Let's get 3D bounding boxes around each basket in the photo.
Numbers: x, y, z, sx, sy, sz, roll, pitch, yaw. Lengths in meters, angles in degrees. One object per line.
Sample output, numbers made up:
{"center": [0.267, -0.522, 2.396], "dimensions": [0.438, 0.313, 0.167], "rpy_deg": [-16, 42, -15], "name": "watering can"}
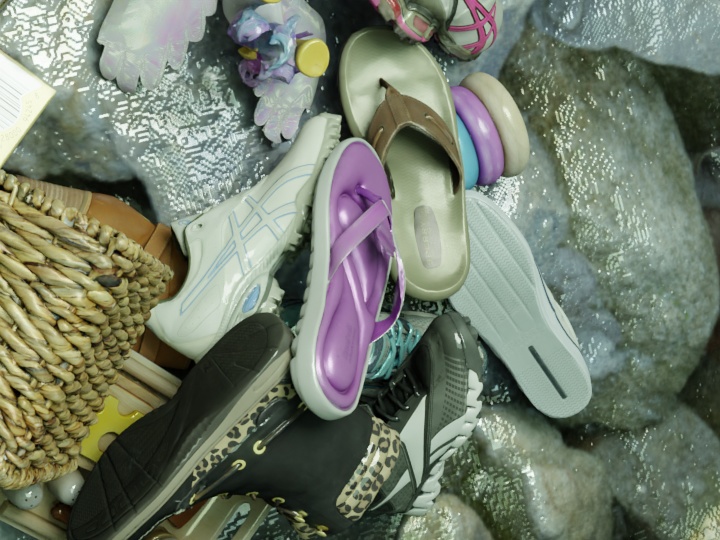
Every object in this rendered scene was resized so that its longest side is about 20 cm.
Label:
{"center": [-0.207, 0.026, 0.820], "dimensions": [0.143, 0.200, 0.149], "rpy_deg": [27, 86, 1], "name": "basket"}

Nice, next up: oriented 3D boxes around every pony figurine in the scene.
{"center": [-0.071, -0.189, 0.997], "dimensions": [0.166, 0.200, 0.193], "rpy_deg": [16, 99, -26], "name": "pony figurine"}

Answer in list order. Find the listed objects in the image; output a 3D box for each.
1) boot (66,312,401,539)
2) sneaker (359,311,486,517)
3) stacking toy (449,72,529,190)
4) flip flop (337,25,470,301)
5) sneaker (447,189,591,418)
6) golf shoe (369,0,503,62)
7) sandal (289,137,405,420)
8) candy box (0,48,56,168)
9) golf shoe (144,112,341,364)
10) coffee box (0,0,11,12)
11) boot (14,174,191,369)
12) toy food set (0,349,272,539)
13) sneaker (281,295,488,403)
{"center": [-0.078, 0.136, 0.947], "dimensions": [0.200, 0.073, 0.151], "rpy_deg": [-48, 129, 2], "name": "boot"}
{"center": [0.026, 0.111, 1.027], "dimensions": [0.090, 0.200, 0.067], "rpy_deg": [-5, 46, -24], "name": "sneaker"}
{"center": [0.023, -0.071, 1.080], "dimensions": [0.200, 0.085, 0.085], "rpy_deg": [-27, 99, -14], "name": "stacking toy"}
{"center": [0.036, -0.078, 1.016], "dimensions": [0.081, 0.058, 0.200], "rpy_deg": [-9, 82, -7], "name": "flip flop"}
{"center": [0.111, 0.023, 1.112], "dimensions": [0.073, 0.071, 0.200], "rpy_deg": [-27, 110, 7], "name": "sneaker"}
{"center": [0.075, -0.203, 1.040], "dimensions": [0.092, 0.200, 0.073], "rpy_deg": [-39, 81, 18], "name": "golf shoe"}
{"center": [0.004, 0.004, 0.932], "dimensions": [0.082, 0.050, 0.203], "rpy_deg": [43, 46, -45], "name": "sandal"}
{"center": [-0.281, -0.045, 0.932], "dimensions": [0.055, 0.115, 0.200], "rpy_deg": [38, 76, -16], "name": "candy box"}
{"center": [-0.078, -0.031, 0.986], "dimensions": [0.097, 0.078, 0.200], "rpy_deg": [23, 71, 6], "name": "golf shoe"}
{"center": [-0.324, -0.156, 0.936], "dimensions": [0.114, 0.080, 0.200], "rpy_deg": [43, 75, -16], "name": "coffee box"}
{"center": [-0.194, 0.046, 0.998], "dimensions": [0.155, 0.077, 0.200], "rpy_deg": [21, 75, -24], "name": "boot"}
{"center": [-0.152, 0.142, 0.979], "dimensions": [0.200, 0.060, 0.144], "rpy_deg": [37, 86, -35], "name": "toy food set"}
{"center": [0.008, 0.064, 1.062], "dimensions": [0.200, 0.086, 0.078], "rpy_deg": [7, 87, -21], "name": "sneaker"}
